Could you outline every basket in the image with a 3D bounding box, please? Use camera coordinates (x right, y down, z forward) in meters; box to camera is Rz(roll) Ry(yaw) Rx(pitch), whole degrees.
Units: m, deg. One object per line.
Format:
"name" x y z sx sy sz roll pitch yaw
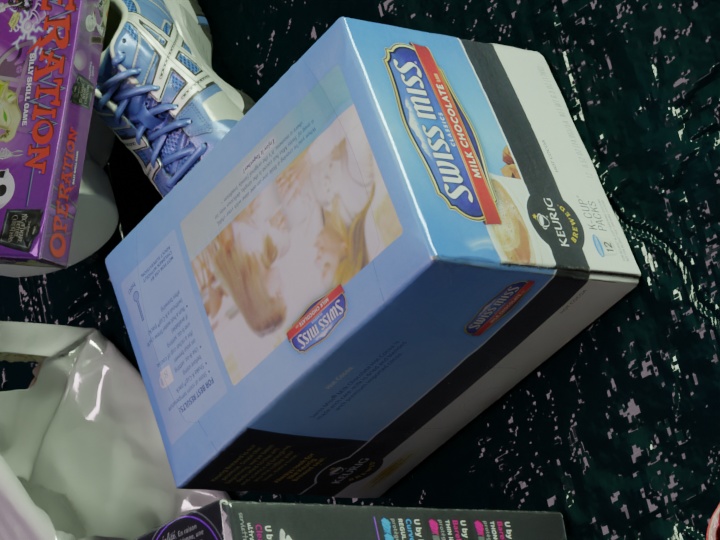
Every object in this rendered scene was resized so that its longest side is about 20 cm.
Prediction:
"basket" -0.168 0.131 1.324 0.200 0.135 0.124 48 122 41

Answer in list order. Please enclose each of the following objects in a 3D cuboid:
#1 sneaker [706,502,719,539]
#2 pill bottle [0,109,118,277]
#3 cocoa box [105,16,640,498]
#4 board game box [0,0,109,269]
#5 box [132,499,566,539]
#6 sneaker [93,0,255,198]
"sneaker" 0.157 0.117 0.977 0.201 0.108 0.067 -40 57 38
"pill bottle" -0.201 -0.101 1.407 0.112 0.112 0.200 -44 55 36
"cocoa box" 0.000 0.000 1.152 0.200 0.131 0.134 -43 56 37
"board game box" -0.190 -0.103 1.317 0.120 0.032 0.200 3 80 28
"box" -0.011 0.167 1.090 0.122 0.200 0.106 -28 65 43
"sneaker" -0.106 -0.082 1.324 0.076 0.077 0.200 -54 51 27
